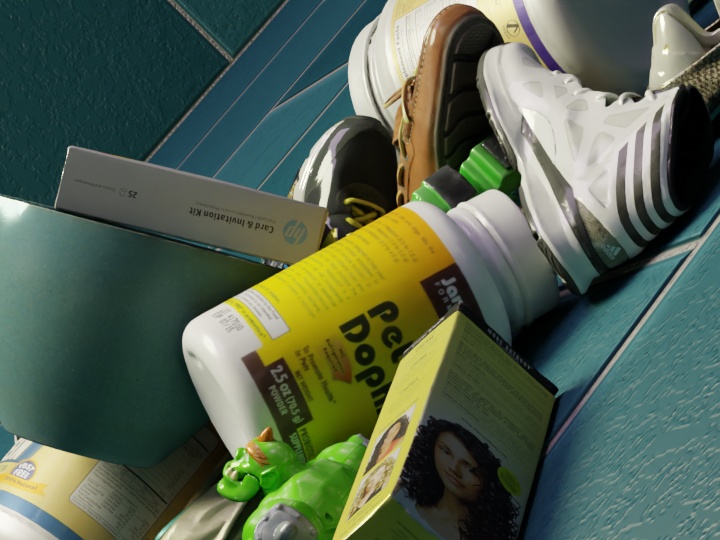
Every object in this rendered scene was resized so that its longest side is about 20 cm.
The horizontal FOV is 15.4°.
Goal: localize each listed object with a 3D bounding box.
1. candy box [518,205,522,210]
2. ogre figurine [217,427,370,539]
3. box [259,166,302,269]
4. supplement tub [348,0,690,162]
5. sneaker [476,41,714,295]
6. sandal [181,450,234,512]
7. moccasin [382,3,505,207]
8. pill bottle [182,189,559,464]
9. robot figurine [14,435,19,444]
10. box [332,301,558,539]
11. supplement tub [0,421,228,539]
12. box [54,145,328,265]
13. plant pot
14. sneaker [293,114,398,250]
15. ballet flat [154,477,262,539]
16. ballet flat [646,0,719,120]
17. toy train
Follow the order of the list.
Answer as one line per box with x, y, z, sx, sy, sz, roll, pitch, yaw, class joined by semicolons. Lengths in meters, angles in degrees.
0.102;-0.018;1.624;0.200;0.026;0.102;-39;9;32;candy box
-0.040;0.149;1.387;0.200;0.098;0.120;-4;-45;-55;ogre figurine
-0.045;0.015;1.876;0.200;0.046;0.160;-138;70;-80;box
0.101;-0.148;1.742;0.200;0.145;0.146;-27;21;45;supplement tub
0.141;-0.079;1.512;0.115;0.076;0.201;-30;40;11;sneaker
-0.060;0.101;1.626;0.212;0.078;0.070;-51;42;-2;sandal
0.051;-0.094;1.656;0.074;0.078;0.202;-38;-27;-19;moccasin
0.008;0.034;1.492;0.199;0.110;0.109;-29;7;-13;pill bottle
-0.179;0.096;2.017;0.125;0.150;0.200;-16;29;44;robot figurine
0.044;0.095;1.304;0.050;0.075;0.200;-43;12;26;box
-0.149;0.137;1.698;0.200;0.145;0.145;-51;12;-25;supplement tub
-0.104;-0.038;1.615;0.200;0.155;0.041;-175;99;-84;box
-0.150;0.041;1.579;0.200;0.199;0.135;-167;92;-78;plant pot
0.000;0.000;1.724;0.085;0.074;0.201;8;91;61;sneaker
-0.036;0.123;1.564;0.200;0.069;0.069;-48;11;-5;ballet flat
0.216;-0.145;1.519;0.200;0.075;0.068;-42;12;23;ballet flat
0.041;-0.029;1.590;0.200;0.042;0.056;-36;-24;-24;toy train
